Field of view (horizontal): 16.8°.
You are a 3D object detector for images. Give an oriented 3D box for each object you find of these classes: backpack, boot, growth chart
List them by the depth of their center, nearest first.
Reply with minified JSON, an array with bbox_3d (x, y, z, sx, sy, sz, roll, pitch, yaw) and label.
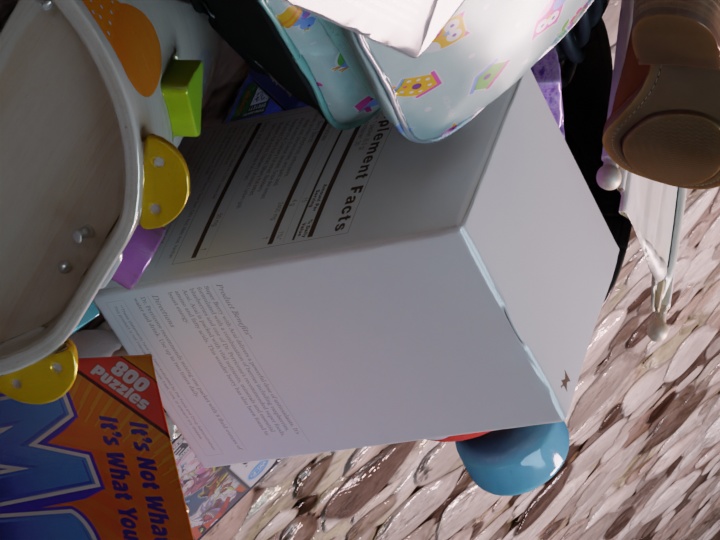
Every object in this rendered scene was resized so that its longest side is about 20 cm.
[{"bbox_3d":[0.028,-0.167,1.020,0.200,0.153,0.176,-49,153,-8],"label":"backpack"},{"bbox_3d":[0.173,-0.142,1.219,0.200,0.073,0.156,86,17,-64],"label":"boot"},{"bbox_3d":[0.162,-0.067,1.365,0.200,0.018,0.146,60,37,-58],"label":"growth chart"},{"bbox_3d":[0.115,-0.043,1.452,0.073,0.202,0.151,-2,159,-3],"label":"boot"}]

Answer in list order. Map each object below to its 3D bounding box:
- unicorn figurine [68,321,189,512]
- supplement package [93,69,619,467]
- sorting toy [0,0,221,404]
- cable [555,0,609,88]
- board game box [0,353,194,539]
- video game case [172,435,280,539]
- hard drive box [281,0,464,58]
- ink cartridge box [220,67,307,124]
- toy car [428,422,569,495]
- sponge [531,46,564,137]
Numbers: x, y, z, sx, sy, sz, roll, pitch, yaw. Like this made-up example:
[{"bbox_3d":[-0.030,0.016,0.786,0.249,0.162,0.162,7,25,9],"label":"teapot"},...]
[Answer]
[{"bbox_3d":[-0.131,0.054,1.262,0.137,0.074,0.199,-45,149,26],"label":"unicorn figurine"},{"bbox_3d":[0.000,0.000,1.136,0.122,0.199,0.120,60,36,-32],"label":"supplement package"},{"bbox_3d":[-0.117,-0.047,1.072,0.201,0.107,0.180,-56,178,25],"label":"sorting toy"},{"bbox_3d":[0.114,-0.172,1.240,0.200,0.050,0.164,-62,172,-71],"label":"cable"},{"bbox_3d":[-0.185,0.179,1.069,0.198,0.201,0.200,-3,142,-20],"label":"board game box"},{"bbox_3d":[-0.141,0.156,1.496,0.200,0.025,0.181,-44,161,-8],"label":"video game case"},{"bbox_3d":[-0.053,-0.167,0.764,0.077,0.200,0.156,-50,162,10],"label":"hard drive box"},{"bbox_3d":[0.017,-0.146,1.210,0.119,0.042,0.201,-19,148,-54],"label":"ink cartridge box"},{"bbox_3d":[-0.014,0.041,1.338,0.199,0.177,0.185,-24,129,7],"label":"toy car"},{"bbox_3d":[0.079,-0.061,1.224,0.030,0.112,0.201,-11,139,-4],"label":"sponge"}]
